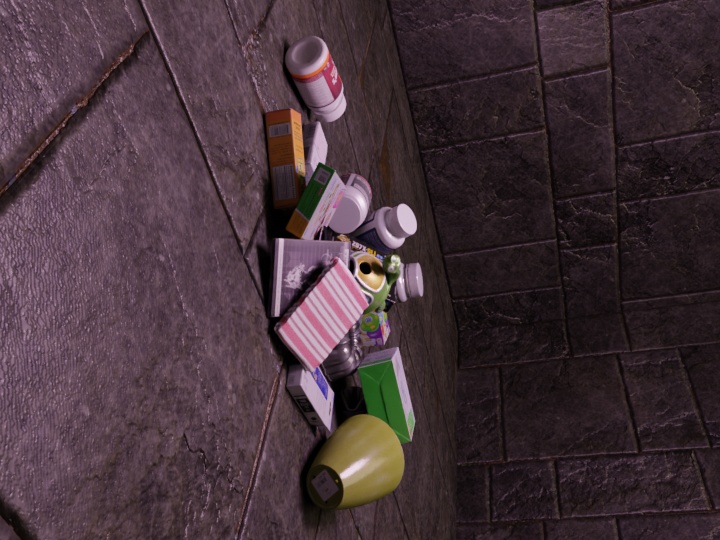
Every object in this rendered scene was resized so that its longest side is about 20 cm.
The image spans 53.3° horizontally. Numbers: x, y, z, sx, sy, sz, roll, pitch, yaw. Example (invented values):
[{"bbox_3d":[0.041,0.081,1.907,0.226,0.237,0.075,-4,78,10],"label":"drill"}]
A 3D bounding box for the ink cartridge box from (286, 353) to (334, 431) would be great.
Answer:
[{"bbox_3d":[-0.105,0.257,1.538,0.202,0.038,0.101,66,21,-46],"label":"ink cartridge box"}]

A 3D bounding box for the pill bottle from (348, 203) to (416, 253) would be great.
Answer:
[{"bbox_3d":[0.050,-0.100,1.903,0.110,0.197,0.114,25,53,-40],"label":"pill bottle"}]

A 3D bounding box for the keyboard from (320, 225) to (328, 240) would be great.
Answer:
[{"bbox_3d":[-0.097,0.002,1.612,0.202,0.038,0.106,101,-19,-50],"label":"keyboard"}]

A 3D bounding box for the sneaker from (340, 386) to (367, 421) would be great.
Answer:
[{"bbox_3d":[0.003,0.358,1.849,0.202,0.075,0.151,-39,123,-73],"label":"sneaker"}]

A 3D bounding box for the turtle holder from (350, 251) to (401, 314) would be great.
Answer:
[{"bbox_3d":[0.002,0.026,1.634,0.132,0.182,0.144,40,66,-53],"label":"turtle holder"}]

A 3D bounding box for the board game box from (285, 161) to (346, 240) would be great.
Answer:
[{"bbox_3d":[-0.091,-0.135,1.529,0.156,0.040,0.200,-63,174,-1],"label":"board game box"}]

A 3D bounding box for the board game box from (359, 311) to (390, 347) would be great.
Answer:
[{"bbox_3d":[0.008,0.093,1.950,0.103,0.102,0.206,-52,133,-70],"label":"board game box"}]

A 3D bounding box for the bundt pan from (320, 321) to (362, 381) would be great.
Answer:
[{"bbox_3d":[-0.046,0.165,1.752,0.202,0.074,0.208,-8,90,-76],"label":"bundt pan"}]

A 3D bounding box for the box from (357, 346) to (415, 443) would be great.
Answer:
[{"bbox_3d":[0.066,0.314,1.790,0.176,0.094,0.206,-22,99,-81],"label":"box"}]

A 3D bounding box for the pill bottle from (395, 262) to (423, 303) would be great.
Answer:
[{"bbox_3d":[0.077,0.039,2.060,0.114,0.194,0.117,-8,90,-76],"label":"pill bottle"}]

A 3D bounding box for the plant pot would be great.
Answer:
[{"bbox_3d":[-0.029,0.429,1.535,0.199,0.183,0.193,-11,93,-61],"label":"plant pot"}]

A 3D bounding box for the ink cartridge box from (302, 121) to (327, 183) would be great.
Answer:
[{"bbox_3d":[-0.102,-0.239,1.789,0.165,0.056,0.202,-84,157,-43],"label":"ink cartridge box"}]

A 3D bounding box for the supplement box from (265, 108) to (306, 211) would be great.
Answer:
[{"bbox_3d":[-0.156,-0.233,1.524,0.066,0.067,0.206,1,85,-75],"label":"supplement box"}]

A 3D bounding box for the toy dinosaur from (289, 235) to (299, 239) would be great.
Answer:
[{"bbox_3d":[-0.097,0.056,1.564,0.184,0.102,0.204,81,4,-51],"label":"toy dinosaur"}]

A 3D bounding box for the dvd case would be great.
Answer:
[{"bbox_3d":[-0.101,0.015,1.451,0.197,0.016,0.153,1,95,-43],"label":"dvd case"}]

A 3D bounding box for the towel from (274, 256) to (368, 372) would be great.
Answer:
[{"bbox_3d":[-0.076,0.091,1.456,0.201,0.030,0.147,-49,129,-17],"label":"towel"}]

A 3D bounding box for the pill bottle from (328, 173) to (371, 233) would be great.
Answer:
[{"bbox_3d":[-0.034,-0.173,1.863,0.201,0.113,0.119,-73,152,-68],"label":"pill bottle"}]

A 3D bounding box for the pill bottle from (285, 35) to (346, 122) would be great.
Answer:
[{"bbox_3d":[-0.104,-0.465,1.764,0.201,0.107,0.112,58,28,-59],"label":"pill bottle"}]

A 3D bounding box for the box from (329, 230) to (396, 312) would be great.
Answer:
[{"bbox_3d":[0.000,0.000,1.814,0.050,0.196,0.162,-53,-160,38],"label":"box"}]
